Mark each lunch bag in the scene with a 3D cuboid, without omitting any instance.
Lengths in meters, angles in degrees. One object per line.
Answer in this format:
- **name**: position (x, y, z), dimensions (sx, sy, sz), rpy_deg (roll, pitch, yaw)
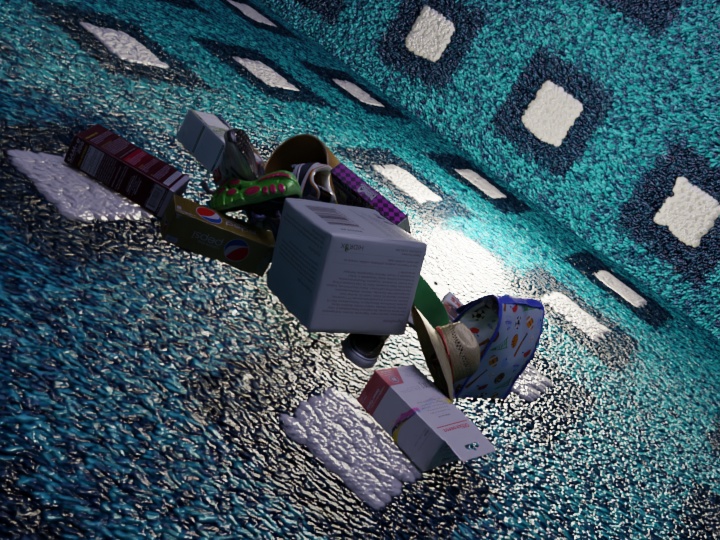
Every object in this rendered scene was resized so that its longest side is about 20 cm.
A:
- **lunch bag**: position (0.244, 0.131, 1.517), dimensions (0.169, 0.201, 0.124), rpy_deg (7, 32, -46)

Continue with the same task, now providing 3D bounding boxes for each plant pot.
- **plant pot**: position (-0.091, -0.173, 1.792), dimensions (0.187, 0.187, 0.199), rpy_deg (48, 11, 36)

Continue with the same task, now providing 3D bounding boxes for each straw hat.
- **straw hat**: position (0.159, 0.140, 1.383), dimensions (0.201, 0.084, 0.204), rpy_deg (161, -90, -87)

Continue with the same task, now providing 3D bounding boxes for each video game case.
- **video game case**: position (0.027, -0.094, 1.585), dimensions (0.200, 0.036, 0.182), rpy_deg (41, -19, 32)

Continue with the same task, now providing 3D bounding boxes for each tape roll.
- **tape roll**: position (0.086, 0.042, 1.557), dimensions (0.201, 0.048, 0.201), rpy_deg (47, -10, 11)

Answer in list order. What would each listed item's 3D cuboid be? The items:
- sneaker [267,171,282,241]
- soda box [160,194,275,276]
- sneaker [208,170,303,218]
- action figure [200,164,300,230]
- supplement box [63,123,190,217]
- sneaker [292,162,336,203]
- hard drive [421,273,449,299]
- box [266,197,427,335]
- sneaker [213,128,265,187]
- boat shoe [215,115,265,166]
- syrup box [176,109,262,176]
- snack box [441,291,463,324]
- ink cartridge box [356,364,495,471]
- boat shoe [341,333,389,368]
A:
- **sneaker**: position (-0.145, -0.088, 1.539), dimensions (0.074, 0.203, 0.078), rpy_deg (-7, -6, -12)
- **soda box**: position (-0.251, -0.061, 1.437), dimensions (0.198, 0.064, 0.068), rpy_deg (22, 23, -27)
- **sneaker**: position (-0.191, -0.124, 1.460), dimensions (0.084, 0.198, 0.077), rpy_deg (55, 44, -43)
- **action figure**: position (-0.199, -0.156, 1.663), dimensions (0.193, 0.105, 0.200), rpy_deg (42, 53, 10)
- **supplement box**: position (-0.421, -0.183, 1.473), dimensions (0.198, 0.061, 0.109), rpy_deg (31, 20, -6)
- **sneaker**: position (-0.099, -0.122, 1.610), dimensions (0.078, 0.203, 0.078), rpy_deg (-5, -16, 32)
- **hard drive**: position (0.154, 0.072, 1.739), dimensions (0.134, 0.043, 0.201), rpy_deg (20, 25, -29)
- **box**: position (-0.028, -0.006, 1.390), dimensions (0.198, 0.174, 0.199), rpy_deg (6, 18, -31)
- **sneaker**: position (-0.236, -0.188, 1.504), dimensions (0.200, 0.092, 0.071), rpy_deg (68, 11, -66)
- **boat shoe**: position (-0.286, -0.276, 1.872), dimensions (0.201, 0.072, 0.072), rpy_deg (52, 22, 21)
- **syrup box**: position (-0.312, -0.266, 1.781), dimensions (0.200, 0.082, 0.078), rpy_deg (45, 25, 29)
- **snack box**: position (0.237, 0.134, 1.660), dimensions (0.200, 0.024, 0.072), rpy_deg (44, 40, -5)
- **ink cartridge box**: position (0.103, 0.240, 1.263), dimensions (0.200, 0.068, 0.116), rpy_deg (43, 24, 30)
- **boat shoe**: position (0.020, 0.111, 1.444), dimensions (0.068, 0.057, 0.200), rpy_deg (33, 21, 4)
